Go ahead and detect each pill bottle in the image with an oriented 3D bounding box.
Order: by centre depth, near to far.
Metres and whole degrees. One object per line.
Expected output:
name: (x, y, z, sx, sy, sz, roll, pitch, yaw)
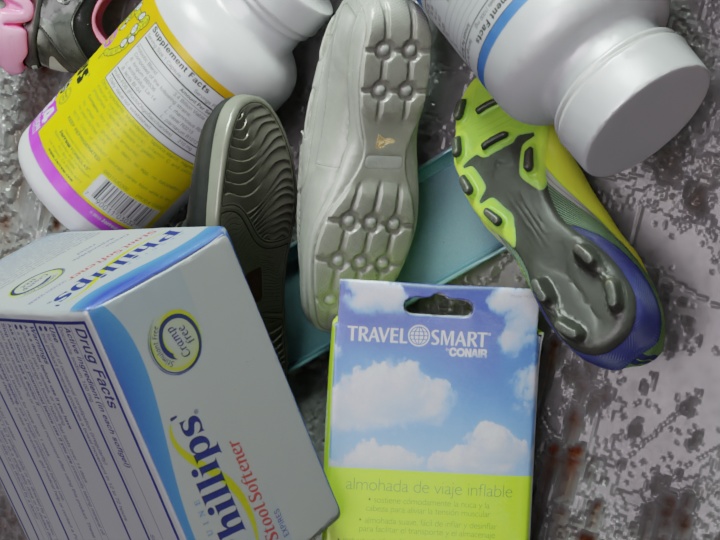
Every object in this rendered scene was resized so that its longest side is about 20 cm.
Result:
pill bottle: (0.097, -0.151, 0.946, 0.112, 0.112, 0.201, -44, 65, 18)
pill bottle: (-0.109, -0.111, 1.059, 0.200, 0.104, 0.105, -44, 75, 18)

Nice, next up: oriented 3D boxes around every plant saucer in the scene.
plant saucer: (0.000, 0.000, 1.059, 0.199, 0.019, 0.070, -30, 79, 21)

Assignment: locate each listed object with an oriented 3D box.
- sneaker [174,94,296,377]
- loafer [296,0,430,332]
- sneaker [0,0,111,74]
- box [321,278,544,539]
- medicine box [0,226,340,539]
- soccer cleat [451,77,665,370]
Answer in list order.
sneaker: (-0.101, -0.011, 1.039, 0.106, 0.075, 0.202, 16, 113, 34)
loafer: (-0.003, -0.064, 1.022, 0.070, 0.069, 0.202, 36, 117, 60)
sneaker: (-0.172, -0.218, 1.113, 0.094, 0.079, 0.202, 11, 97, 1)
box: (0.039, 0.107, 1.002, 0.121, 0.048, 0.202, 3, 93, -2)
medicine box: (-0.133, 0.079, 0.991, 0.199, 0.103, 0.184, 0, 117, 50)
soccer cleat: (0.110, -0.028, 0.985, 0.065, 0.083, 0.201, -36, 56, 19)
